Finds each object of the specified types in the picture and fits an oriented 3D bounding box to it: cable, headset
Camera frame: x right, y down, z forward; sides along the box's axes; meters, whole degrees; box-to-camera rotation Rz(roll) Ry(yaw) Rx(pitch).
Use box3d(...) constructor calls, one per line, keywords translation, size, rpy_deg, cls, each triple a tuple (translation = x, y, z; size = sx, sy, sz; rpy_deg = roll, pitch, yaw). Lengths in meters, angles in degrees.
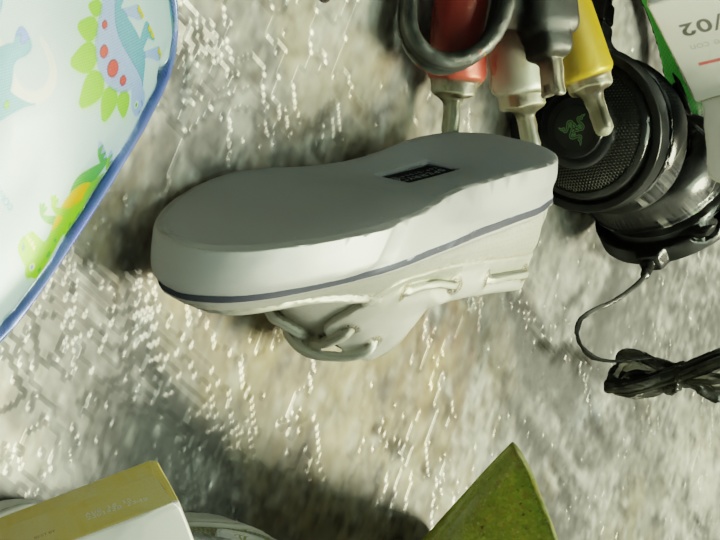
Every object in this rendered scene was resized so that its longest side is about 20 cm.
box3d(translation=(0.048, -0.145, 1.031), size=(0.097, 0.050, 0.200), rpy_deg=(-3, 83, -25), cls="cable")
box3d(translation=(0.123, -0.044, 1.099), size=(0.123, 0.094, 0.200), rpy_deg=(36, 55, -52), cls="headset")

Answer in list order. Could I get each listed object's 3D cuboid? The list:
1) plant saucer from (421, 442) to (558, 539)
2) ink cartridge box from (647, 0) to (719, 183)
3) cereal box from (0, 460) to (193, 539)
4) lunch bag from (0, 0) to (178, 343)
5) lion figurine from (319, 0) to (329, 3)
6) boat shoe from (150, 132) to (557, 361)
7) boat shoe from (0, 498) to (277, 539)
box3d(translation=(0.054, 0.176, 0.952), size=(0.200, 0.048, 0.200), rpy_deg=(115, -44, -75), cls="plant saucer")
box3d(translation=(0.173, -0.142, 1.074), size=(0.068, 0.115, 0.200), rpy_deg=(54, 28, -47), cls="ink cartridge box")
box3d(translation=(-0.090, 0.169, 0.772), size=(0.144, 0.040, 0.200), rpy_deg=(-21, 111, -8), cls="cereal box")
box3d(translation=(-0.140, -0.077, 0.707), size=(0.161, 0.082, 0.200), rpy_deg=(-63, 141, -29), cls="lunch bag")
box3d(translation=(-0.050, -0.132, 0.806), size=(0.200, 0.122, 0.073), rpy_deg=(111, -12, -69), cls="lion figurine")
box3d(translation=(0.000, 0.000, 0.948), size=(0.200, 0.071, 0.070), rpy_deg=(-18, 120, -54), cls="boat shoe")
box3d(translation=(-0.073, 0.113, 0.857), size=(0.202, 0.065, 0.075), rpy_deg=(5, 91, -56), cls="boat shoe")
